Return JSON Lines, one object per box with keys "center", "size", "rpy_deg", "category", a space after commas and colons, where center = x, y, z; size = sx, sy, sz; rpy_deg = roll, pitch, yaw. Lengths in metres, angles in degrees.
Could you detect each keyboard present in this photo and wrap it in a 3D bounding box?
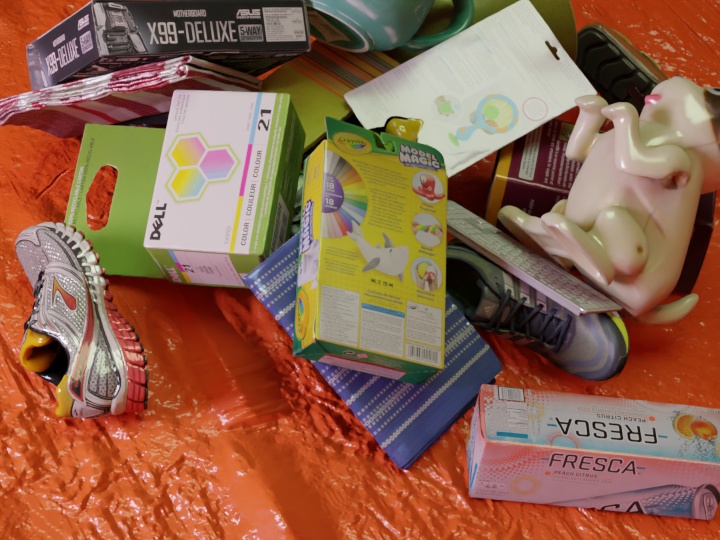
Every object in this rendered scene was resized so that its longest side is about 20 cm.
{"center": [0.129, -0.013, 1.502], "size": [0.056, 0.011, 0.200], "rpy_deg": [-10, 35, -46], "category": "keyboard"}

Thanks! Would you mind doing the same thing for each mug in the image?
{"center": [0.007, -0.256, 1.577], "size": [0.184, 0.152, 0.115], "rpy_deg": [25, 79, 6], "category": "mug"}

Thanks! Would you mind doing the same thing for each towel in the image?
{"center": [-0.202, -0.147, 1.547], "size": [0.199, 0.023, 0.144], "rpy_deg": [-10, -5, 22], "category": "towel"}
{"center": [-0.054, -0.147, 1.589], "size": [0.086, 0.018, 0.200], "rpy_deg": [33, 54, 22], "category": "towel"}
{"center": [0.013, 0.047, 1.436], "size": [0.200, 0.024, 0.145], "rpy_deg": [50, 53, -1], "category": "towel"}

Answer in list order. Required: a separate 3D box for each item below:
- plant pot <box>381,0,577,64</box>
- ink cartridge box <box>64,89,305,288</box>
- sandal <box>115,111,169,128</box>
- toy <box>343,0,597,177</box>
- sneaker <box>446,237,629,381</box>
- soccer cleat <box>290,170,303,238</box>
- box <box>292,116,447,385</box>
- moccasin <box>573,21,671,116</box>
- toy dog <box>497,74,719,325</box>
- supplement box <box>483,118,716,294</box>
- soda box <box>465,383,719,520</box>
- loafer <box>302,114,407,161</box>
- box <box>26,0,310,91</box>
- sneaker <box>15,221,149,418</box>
{"center": [0.074, -0.226, 1.722], "size": [0.199, 0.188, 0.187], "rpy_deg": [-27, 53, -19], "category": "plant pot"}
{"center": [-0.157, -0.070, 1.484], "size": [0.199, 0.076, 0.149], "rpy_deg": [4, 68, 11], "category": "ink cartridge box"}
{"center": [-0.184, -0.145, 1.664], "size": [0.199, 0.045, 0.075], "rpy_deg": [4, 34, 13], "category": "sandal"}
{"center": [0.096, -0.149, 1.600], "size": [0.199, 0.047, 0.115], "rpy_deg": [-28, 73, -18], "category": "toy"}
{"center": [0.132, 0.037, 1.492], "size": [0.200, 0.074, 0.081], "rpy_deg": [28, 23, 28], "category": "sneaker"}
{"center": [-0.089, -0.056, 1.565], "size": [0.199, 0.068, 0.081], "rpy_deg": [5, 54, -8], "category": "soccer cleat"}
{"center": [0.009, -0.019, 1.421], "size": [0.117, 0.048, 0.201], "rpy_deg": [15, 64, -23], "category": "box"}
{"center": [0.282, -0.158, 1.738], "size": [0.201, 0.074, 0.078], "rpy_deg": [44, 26, 12], "category": "moccasin"}
{"center": [0.248, -0.070, 1.491], "size": [0.194, 0.140, 0.200], "rpy_deg": [40, 84, -7], "category": "toy dog"}
{"center": [0.216, -0.063, 1.623], "size": [0.199, 0.086, 0.111], "rpy_deg": [13, 41, 3], "category": "supplement box"}
{"center": [0.185, 0.143, 1.399], "size": [0.199, 0.069, 0.064], "rpy_deg": [6, 42, -5], "category": "soda box"}
{"center": [-0.019, -0.138, 1.663], "size": [0.199, 0.073, 0.073], "rpy_deg": [18, 43, 9], "category": "loafer"}
{"center": [-0.165, -0.191, 1.536], "size": [0.199, 0.158, 0.050], "rpy_deg": [-6, 86, -30], "category": "box"}
{"center": [-0.236, 0.036, 1.415], "size": [0.082, 0.078, 0.200], "rpy_deg": [-13, 47, -24], "category": "sneaker"}
